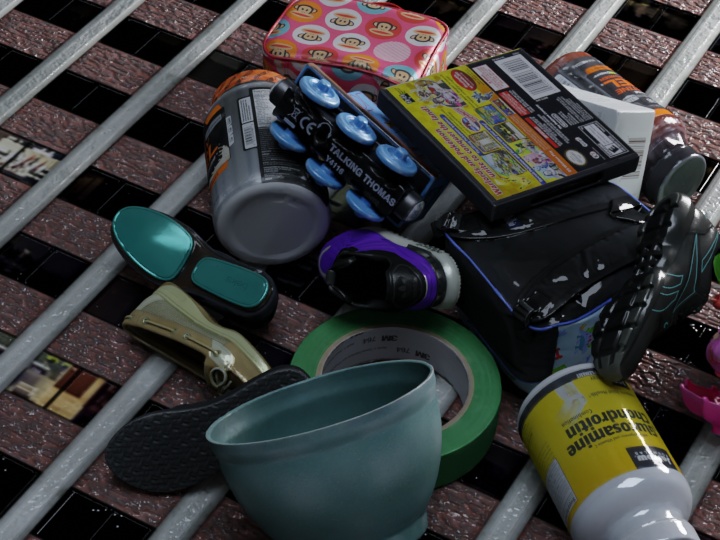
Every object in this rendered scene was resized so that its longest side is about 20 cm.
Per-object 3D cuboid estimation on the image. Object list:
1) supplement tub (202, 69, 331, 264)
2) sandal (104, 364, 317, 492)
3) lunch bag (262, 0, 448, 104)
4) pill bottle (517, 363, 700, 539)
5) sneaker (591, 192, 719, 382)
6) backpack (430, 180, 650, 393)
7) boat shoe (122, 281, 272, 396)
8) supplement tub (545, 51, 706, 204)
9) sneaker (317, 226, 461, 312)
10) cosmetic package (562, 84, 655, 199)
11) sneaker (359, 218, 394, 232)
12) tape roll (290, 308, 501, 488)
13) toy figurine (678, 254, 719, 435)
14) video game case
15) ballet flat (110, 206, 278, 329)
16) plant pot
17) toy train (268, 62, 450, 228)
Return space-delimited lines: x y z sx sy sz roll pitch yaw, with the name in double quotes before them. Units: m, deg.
"supplement tub" -0.101 -0.112 1.850 0.122 0.123 0.200 -4 43 -7
"sandal" -0.133 0.145 1.611 0.200 0.075 0.048 -20 7 -1
"lunch bag" -0.002 -0.252 2.031 0.200 0.082 0.176 15 44 13
"pill bottle" 0.223 0.186 1.561 0.112 0.112 0.200 -12 45 -15
"sneaker" 0.277 0.023 1.603 0.079 0.075 0.200 37 64 -16
"backpack" 0.195 0.010 1.717 0.200 0.147 0.183 -24 52 -21
"boat shoe" -0.146 0.085 1.682 0.063 0.073 0.201 -38 56 -20
"supplement tub" 0.280 -0.147 1.919 0.107 0.107 0.200 -27 52 -28
"sneaker" 0.000 -0.001 1.715 0.099 0.070 0.200 -7 10 -35
"cosmetic package" 0.206 -0.143 1.867 0.200 0.102 0.074 20 17 41
"sneaker" 0.051 -0.101 1.878 0.106 0.075 0.200 -2 43 0
"tape roll" 0.031 0.119 1.668 0.200 0.048 0.200 1 44 -1
"toy figurine" 0.368 0.061 1.666 0.150 0.200 0.184 15 56 29
"video game case" 0.145 -0.139 1.753 0.181 0.026 0.200 -19 49 -28
"ballet flat" -0.164 0.002 1.768 0.200 0.073 0.073 27 49 23
"plant pot" -0.016 0.172 1.499 0.200 0.134 0.200 -17 9 3
"toy train" -0.003 -0.124 1.772 0.200 0.087 0.114 42 25 14
